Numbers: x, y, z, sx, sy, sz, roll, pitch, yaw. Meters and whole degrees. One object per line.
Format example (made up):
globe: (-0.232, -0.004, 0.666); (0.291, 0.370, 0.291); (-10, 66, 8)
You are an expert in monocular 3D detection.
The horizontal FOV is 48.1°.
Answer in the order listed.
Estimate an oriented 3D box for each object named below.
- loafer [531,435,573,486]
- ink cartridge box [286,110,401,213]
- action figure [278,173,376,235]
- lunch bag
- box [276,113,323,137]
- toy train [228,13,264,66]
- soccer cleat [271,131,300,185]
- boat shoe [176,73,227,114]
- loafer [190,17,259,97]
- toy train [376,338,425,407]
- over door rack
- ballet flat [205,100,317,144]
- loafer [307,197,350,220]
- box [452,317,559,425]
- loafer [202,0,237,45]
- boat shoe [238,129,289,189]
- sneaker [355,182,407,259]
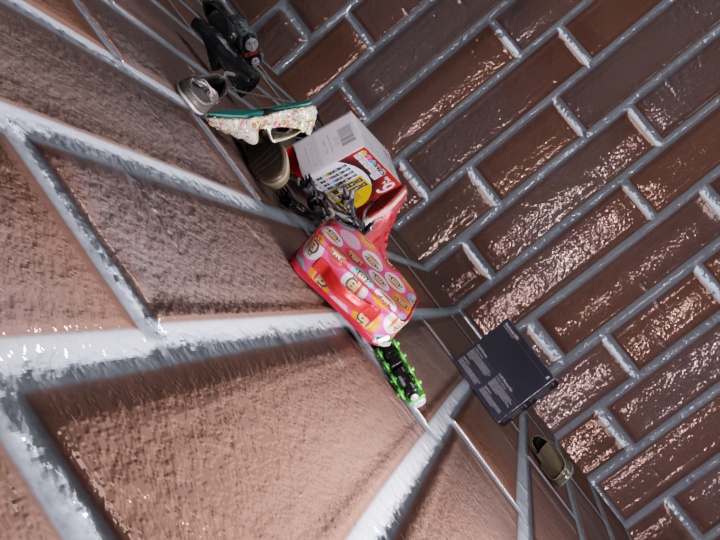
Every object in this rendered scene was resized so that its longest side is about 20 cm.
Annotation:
loafer: (0.507, 0.508, 2.169); (0.069, 0.075, 0.200); (37, 7, -16)
ink cartridge box: (-0.042, -0.193, 1.551); (0.200, 0.175, 0.084); (32, 35, -62)
action figure: (-0.051, -0.104, 1.493); (0.200, 0.118, 0.103); (37, 31, -36)
lunch bag: (-0.007, 0.018, 1.217); (0.200, 0.082, 0.176); (44, 18, -2)
box: (-0.117, -0.278, 1.812); (0.200, 0.044, 0.161); (27, -35, 61)
toy train: (-0.359, -0.706, 2.482); (0.200, 0.085, 0.115); (-123, -161, -44)
soccer cleat: (-0.154, -0.245, 1.747); (0.200, 0.077, 0.070); (41, -37, 40)
boat shoe: (-0.269, -0.314, 1.392); (0.067, 0.057, 0.200); (50, 8, -13)
loafer: (-0.313, -0.478, 1.803); (0.201, 0.070, 0.068); (47, 9, -2)
toy train: (0.053, 0.140, 1.268); (0.057, 0.042, 0.200); (59, 1, -42)
over door rack: (-0.171, -0.282, 1.541); (0.199, 0.067, 0.148); (25, -18, 12)
ballet flat: (-0.167, -0.252, 1.397); (0.076, 0.198, 0.065); (-140, -137, -63)
loafer: (-0.040, -0.100, 1.702); (0.200, 0.071, 0.073); (46, 9, -40)
box: (0.372, 0.260, 2.059); (0.201, 0.182, 0.104); (55, 8, 24)
loafer: (-0.427, -0.747, 2.430); (0.070, 0.068, 0.201); (12, 38, -43)
boat shoe: (-0.166, -0.198, 1.457); (0.201, 0.071, 0.076); (62, -3, 47)
sneaker: (0.039, -0.083, 1.679); (0.078, 0.200, 0.116); (35, -14, 52)
